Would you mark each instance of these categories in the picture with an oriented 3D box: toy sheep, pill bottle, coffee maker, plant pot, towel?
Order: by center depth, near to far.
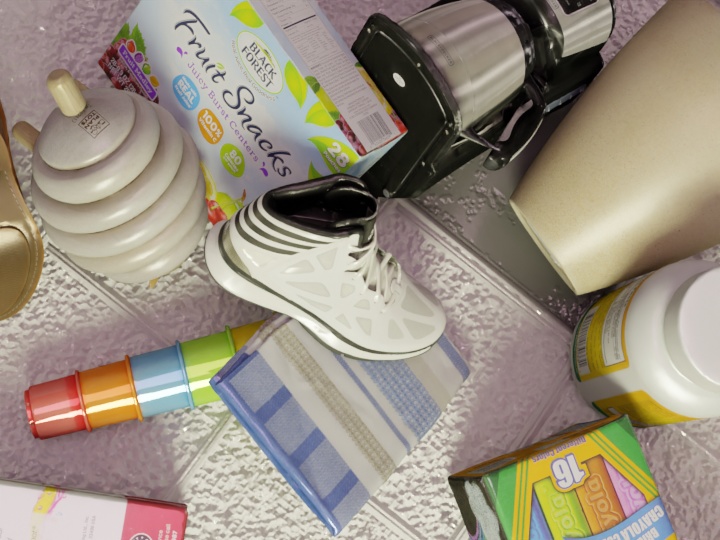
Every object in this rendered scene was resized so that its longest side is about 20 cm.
[{"bbox_3d":[-0.177,-0.066,0.933,0.136,0.201,0.140,-12,51,16],"label":"toy sheep"},{"bbox_3d":[0.235,0.054,0.960,0.111,0.200,0.115,2,79,-8],"label":"pill bottle"},{"bbox_3d":[-0.009,0.078,0.961,0.147,0.024,0.200,50,49,-6],"label":"towel"},{"bbox_3d":[0.074,-0.153,1.004,0.199,0.191,0.136,-31,102,-33],"label":"coffee maker"},{"bbox_3d":[0.220,-0.079,1.007,0.199,0.187,0.188,-36,87,4],"label":"plant pot"}]

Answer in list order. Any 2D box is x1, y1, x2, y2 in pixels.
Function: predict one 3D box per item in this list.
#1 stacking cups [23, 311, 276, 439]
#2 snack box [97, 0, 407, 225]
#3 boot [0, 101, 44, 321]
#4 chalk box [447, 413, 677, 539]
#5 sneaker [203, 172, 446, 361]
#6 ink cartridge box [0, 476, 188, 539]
[{"bbox_3d":[-0.148,0.087,0.970,0.197,0.061,0.061,-17,83,-9],"label":"stacking cups"},{"bbox_3d":[-0.084,-0.130,0.958,0.201,0.168,0.067,54,44,2],"label":"snack box"},{"bbox_3d":[-0.291,-0.075,0.955,0.076,0.202,0.156,-16,45,-16],"label":"boot"},{"bbox_3d":[0.165,0.224,0.959,0.122,0.125,0.203,-20,85,-11],"label":"chalk box"},{"bbox_3d":[0.000,0.000,0.912,0.198,0.115,0.077,22,57,-27],"label":"sneaker"},{"bbox_3d":[-0.230,0.224,0.917,0.197,0.083,0.148,10,79,-7],"label":"ink cartridge box"}]
